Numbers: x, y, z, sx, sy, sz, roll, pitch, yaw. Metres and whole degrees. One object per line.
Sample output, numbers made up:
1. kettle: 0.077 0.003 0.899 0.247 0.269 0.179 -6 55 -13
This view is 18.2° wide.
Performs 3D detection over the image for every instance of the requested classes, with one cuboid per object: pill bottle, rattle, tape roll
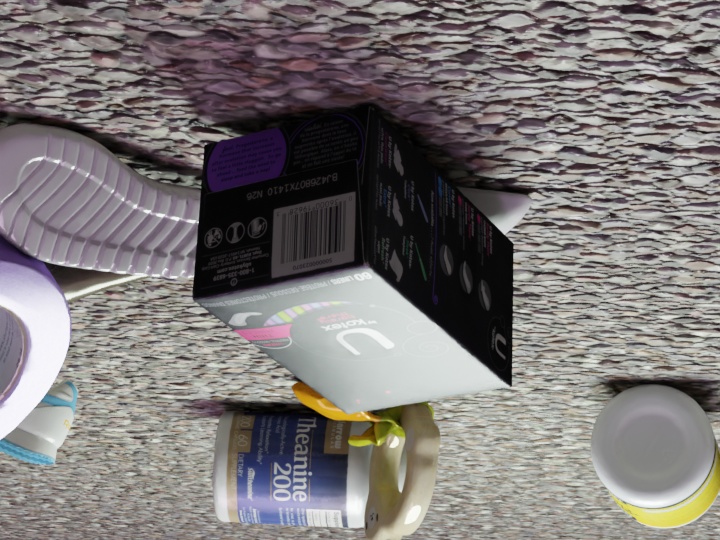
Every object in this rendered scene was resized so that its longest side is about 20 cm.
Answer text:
1. pill bottle: 0.277 0.177 2.077 0.112 0.113 0.200 0 165 13
2. rattle: -0.005 0.214 2.099 0.142 0.201 0.130 2 -153 -35
3. tape roll: -0.284 0.047 1.408 0.200 0.066 0.200 -26 146 -19
4. pill bottle: -0.041 0.196 2.219 0.199 0.111 0.111 2 166 4

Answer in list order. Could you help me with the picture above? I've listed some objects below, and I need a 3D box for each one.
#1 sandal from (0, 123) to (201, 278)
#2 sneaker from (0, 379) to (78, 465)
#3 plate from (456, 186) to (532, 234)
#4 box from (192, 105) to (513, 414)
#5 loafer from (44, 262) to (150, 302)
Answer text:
1. sandal: -0.167 -0.041 1.409 0.202 0.083 0.050 24 -169 -44
2. sneaker: -0.346 0.097 1.973 0.199 0.081 0.076 27 162 -11
3. plate: -0.002 -0.021 1.513 0.199 0.032 0.200 5 165 -9
4. box: 0.000 0.000 1.364 0.122 0.106 0.200 -11 152 26
5. loafer: -0.190 -0.007 1.519 0.199 0.070 0.075 4 166 1
